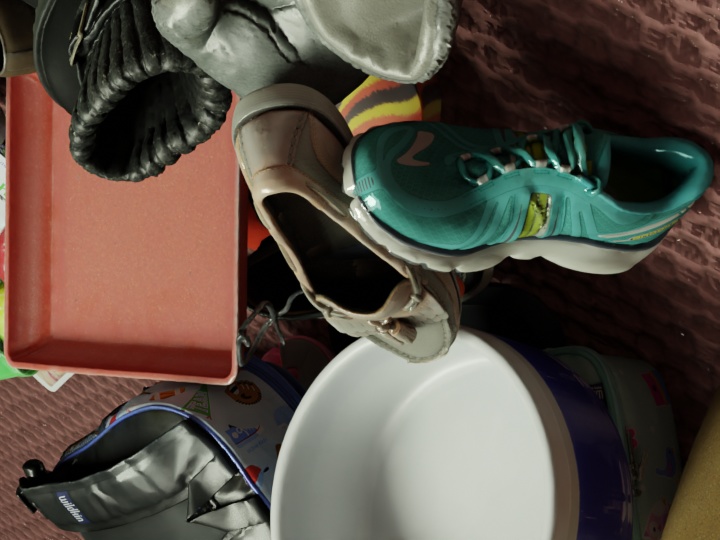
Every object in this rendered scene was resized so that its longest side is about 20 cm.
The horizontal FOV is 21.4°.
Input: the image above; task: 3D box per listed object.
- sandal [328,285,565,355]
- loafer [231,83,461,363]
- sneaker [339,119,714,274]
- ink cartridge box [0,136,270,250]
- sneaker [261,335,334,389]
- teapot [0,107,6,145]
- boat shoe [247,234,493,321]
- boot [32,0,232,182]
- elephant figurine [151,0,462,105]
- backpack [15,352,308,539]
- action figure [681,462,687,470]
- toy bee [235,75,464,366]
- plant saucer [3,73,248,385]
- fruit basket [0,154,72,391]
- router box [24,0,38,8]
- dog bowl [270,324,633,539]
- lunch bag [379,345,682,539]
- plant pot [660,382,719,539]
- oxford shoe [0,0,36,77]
[{"bbox_3d":[0.040,0.042,1.188,0.076,0.043,0.200,52,149,-20],"label":"sandal"},{"bbox_3d":[-0.007,-0.005,0.934,0.072,0.063,0.200,-17,137,19],"label":"loafer"},{"bbox_3d":[0.081,-0.047,0.912,0.080,0.199,0.078,-39,58,51],"label":"sneaker"},{"bbox_3d":[-0.142,-0.045,1.273,0.199,0.050,0.109,13,141,40],"label":"ink cartridge box"},{"bbox_3d":[-0.071,0.113,1.334,0.200,0.079,0.095,-24,154,33],"label":"sneaker"},{"bbox_3d":[-0.341,-0.110,1.258,0.198,0.146,0.200,50,-177,31],"label":"teapot"},{"bbox_3d":[0.000,0.000,1.141,0.200,0.067,0.072,-4,107,50],"label":"boat shoe"},{"bbox_3d":[-0.129,-0.105,1.037,0.079,0.158,0.211,1,148,-17],"label":"boot"},{"bbox_3d":[0.008,-0.151,0.882,0.199,0.142,0.155,-11,157,32],"label":"elephant figurine"},{"bbox_3d":[-0.085,0.145,1.189,0.200,0.154,0.190,50,144,-1],"label":"backpack"},{"bbox_3d":[0.154,0.169,1.174,0.119,0.102,0.200,42,155,21],"label":"action figure"},{"bbox_3d":[0.014,-0.030,1.037,0.108,0.131,0.201,22,132,13],"label":"toy bee"},{"bbox_3d":[-0.140,-0.035,1.181,0.199,0.037,0.201,2,92,37],"label":"plant saucer"},{"bbox_3d":[-0.265,0.001,1.441,0.185,0.094,0.200,45,148,-8],"label":"fruit basket"},{"bbox_3d":[-0.213,-0.250,1.068,0.157,0.052,0.200,33,151,14],"label":"router box"},{"bbox_3d":[0.047,0.131,1.043,0.200,0.201,0.079,9,176,43],"label":"dog bowl"},{"bbox_3d":[0.094,0.137,1.105,0.200,0.161,0.077,-20,155,38],"label":"lunch bag"},{"bbox_3d":[0.227,0.166,0.982,0.186,0.200,0.187,28,150,18],"label":"plant pot"},{"bbox_3d":[-0.264,-0.184,1.173,0.200,0.084,0.073,33,130,22],"label":"oxford shoe"}]
